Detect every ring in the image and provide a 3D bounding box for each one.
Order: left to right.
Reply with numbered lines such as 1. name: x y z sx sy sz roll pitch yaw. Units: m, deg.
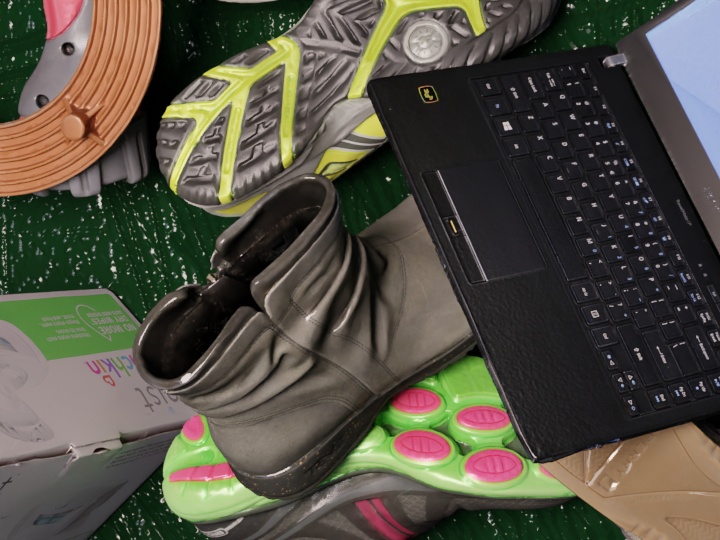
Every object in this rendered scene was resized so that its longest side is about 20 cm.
1. ring: -0.186 -0.131 0.803 0.199 0.019 0.202 6 108 17

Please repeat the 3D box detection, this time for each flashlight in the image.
1. flashlight: -0.147 -0.139 0.829 0.067 0.068 0.202 3 112 30

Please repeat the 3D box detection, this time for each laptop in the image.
1. laptop: 0.133 -0.042 0.689 0.178 0.199 0.103 67 151 22

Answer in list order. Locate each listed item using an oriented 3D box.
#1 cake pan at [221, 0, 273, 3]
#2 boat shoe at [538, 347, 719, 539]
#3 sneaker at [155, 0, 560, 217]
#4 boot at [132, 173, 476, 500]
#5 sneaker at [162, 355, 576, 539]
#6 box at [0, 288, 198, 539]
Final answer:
1. cake pan: -0.042 -0.227 0.823 0.199 0.037 0.202 1 91 25
2. boat shoe: 0.146 0.102 0.726 0.200 0.065 0.072 40 103 0
3. sneaker: 0.000 -0.092 0.792 0.199 0.076 0.076 -27 76 5
4. boot: 0.000 0.000 0.721 0.068 0.131 0.200 34 73 30
5. sneaker: 0.011 0.092 0.794 0.198 0.084 0.077 -5 50 13
6. box: -0.200 0.103 0.817 0.177 0.200 0.097 -46 73 20
